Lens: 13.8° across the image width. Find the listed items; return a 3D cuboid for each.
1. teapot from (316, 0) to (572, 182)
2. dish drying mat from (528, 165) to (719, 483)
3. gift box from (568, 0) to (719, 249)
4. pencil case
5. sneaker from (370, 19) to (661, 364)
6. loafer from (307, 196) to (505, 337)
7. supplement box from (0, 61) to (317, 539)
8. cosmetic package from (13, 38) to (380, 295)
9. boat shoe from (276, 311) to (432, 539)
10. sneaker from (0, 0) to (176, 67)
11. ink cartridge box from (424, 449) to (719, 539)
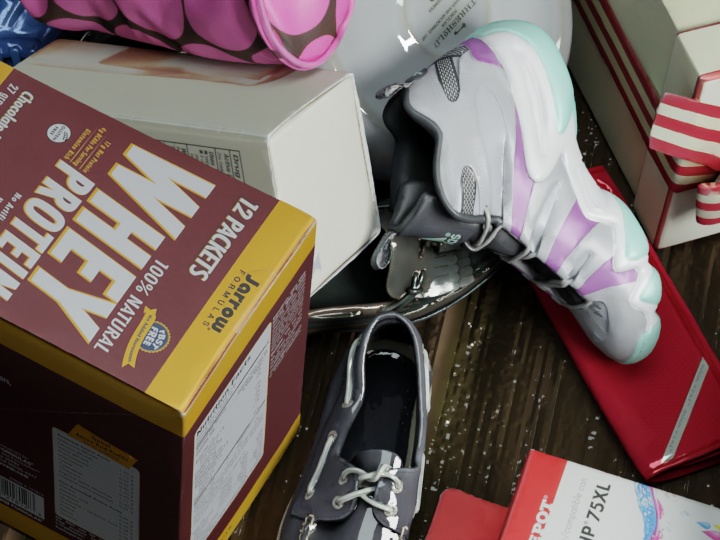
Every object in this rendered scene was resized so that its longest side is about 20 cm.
[{"bbox_3d":[0.012,-0.135,1.685,0.199,0.146,0.199,-3,88,-29],"label":"teapot"},{"bbox_3d":[0.147,0.027,1.656,0.076,0.018,0.201,-18,59,-15],"label":"dish drying mat"},{"bbox_3d":[0.218,-0.134,1.669,0.184,0.200,0.187,-18,60,-11],"label":"gift box"},{"bbox_3d":[-0.101,-0.162,1.583,0.199,0.094,0.091,11,44,35],"label":"pencil case"},{"bbox_3d":[0.069,-0.021,1.591,0.140,0.078,0.201,-27,93,-25],"label":"sneaker"},{"bbox_3d":[0.000,0.000,1.626,0.199,0.063,0.072,-18,87,-13],"label":"loafer"},{"bbox_3d":[-0.142,0.034,1.516,0.197,0.200,0.133,26,57,13],"label":"supplement box"},{"bbox_3d":[-0.099,-0.056,1.588,0.199,0.104,0.087,11,33,32],"label":"cosmetic package"},{"bbox_3d":[-0.002,0.110,1.559,0.072,0.063,0.201,11,55,4],"label":"boat shoe"},{"bbox_3d":[-0.197,-0.119,1.690,0.199,0.077,0.111,-22,51,-26],"label":"sneaker"},{"bbox_3d":[0.124,0.171,1.526,0.199,0.067,0.117,17,56,7],"label":"ink cartridge box"}]
